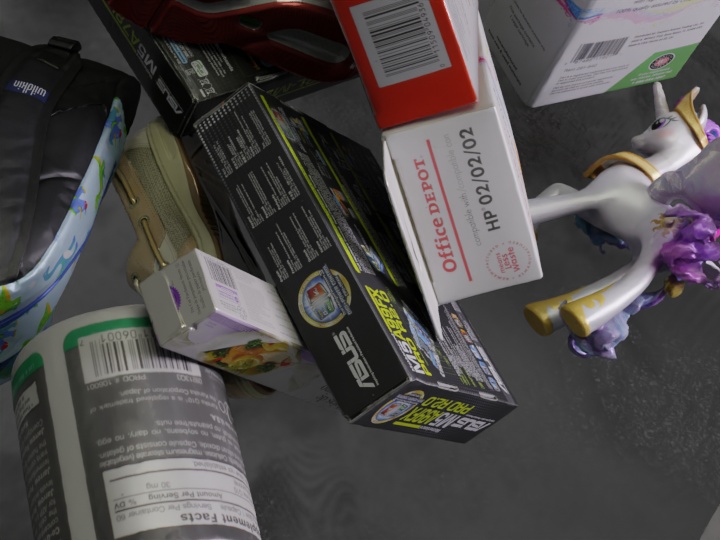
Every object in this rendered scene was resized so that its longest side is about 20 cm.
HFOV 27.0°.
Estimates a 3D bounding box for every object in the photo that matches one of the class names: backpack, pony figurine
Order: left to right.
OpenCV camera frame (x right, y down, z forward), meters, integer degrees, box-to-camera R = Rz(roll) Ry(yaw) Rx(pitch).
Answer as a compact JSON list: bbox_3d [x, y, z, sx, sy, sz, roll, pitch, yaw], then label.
[{"bbox_3d":[-0.219,-0.033,0.834,0.163,0.154,0.200,12,32,-12],"label":"backpack"},{"bbox_3d":[0.195,-0.026,0.971,0.200,0.167,0.193,-32,59,-17],"label":"pony figurine"}]

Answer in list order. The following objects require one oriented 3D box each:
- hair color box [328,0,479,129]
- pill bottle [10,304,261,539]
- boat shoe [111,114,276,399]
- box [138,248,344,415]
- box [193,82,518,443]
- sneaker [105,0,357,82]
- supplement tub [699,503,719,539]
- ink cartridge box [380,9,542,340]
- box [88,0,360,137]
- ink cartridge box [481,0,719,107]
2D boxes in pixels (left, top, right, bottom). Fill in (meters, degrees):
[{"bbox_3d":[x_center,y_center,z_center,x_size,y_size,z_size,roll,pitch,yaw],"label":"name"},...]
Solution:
[{"bbox_3d":[0.026,-0.176,0.861,0.061,0.102,0.200,-14,31,14],"label":"hair color box"},{"bbox_3d":[-0.110,0.128,0.763,0.113,0.113,0.200,-3,57,-21],"label":"pill bottle"},{"bbox_3d":[-0.103,-0.003,0.895,0.065,0.072,0.200,-29,62,11],"label":"boat shoe"},{"bbox_3d":[-0.043,0.039,0.820,0.200,0.039,0.041,28,36,-57],"label":"box"},{"bbox_3d":[0.000,0.000,0.866,0.200,0.044,0.160,61,18,22],"label":"box"},{"bbox_3d":[-0.081,-0.194,0.892,0.200,0.078,0.116,25,46,-25],"label":"sneaker"},{"bbox_3d":[0.301,0.185,0.846,0.200,0.145,0.145,36,52,8],"label":"supplement tub"},{"bbox_3d":[0.057,-0.062,0.879,0.068,0.115,0.200,-15,30,9],"label":"ink cartridge box"},{"bbox_3d":[-0.082,-0.198,0.958,0.193,0.048,0.200,-24,73,-36],"label":"box"},{"bbox_3d":[0.193,-0.217,1.058,0.145,0.200,0.084,-14,64,-27],"label":"ink cartridge box"}]
